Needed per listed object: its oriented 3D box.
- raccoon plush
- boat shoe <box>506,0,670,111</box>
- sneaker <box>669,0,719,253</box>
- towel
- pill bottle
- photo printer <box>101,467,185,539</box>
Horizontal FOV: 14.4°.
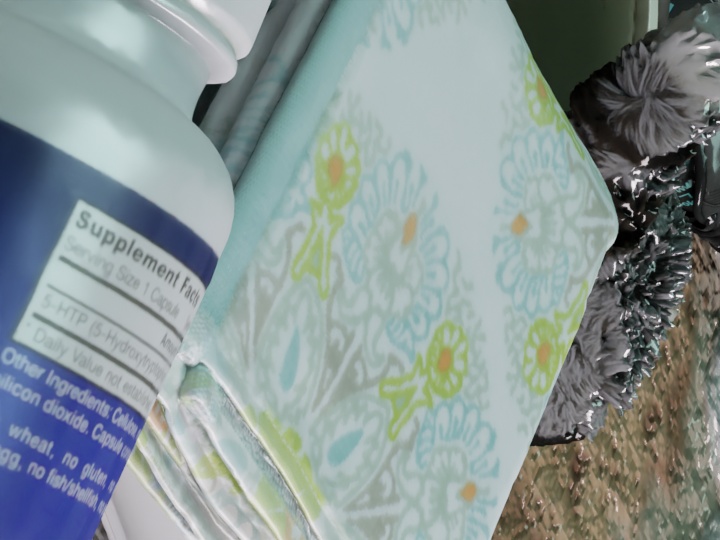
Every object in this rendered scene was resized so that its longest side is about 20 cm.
[{"bbox_3d":[0.100,-0.019,0.980,0.097,0.200,0.134,53,35,2],"label":"raccoon plush"},{"bbox_3d":[0.085,-0.137,1.045,0.061,0.072,0.202,-16,101,-54],"label":"boat shoe"},{"bbox_3d":[0.144,-0.040,1.160,0.079,0.075,0.200,-54,127,-30],"label":"sneaker"},{"bbox_3d":[0.000,0.000,0.793,0.171,0.048,0.200,59,45,-42],"label":"towel"},{"bbox_3d":[-0.097,-0.001,0.645,0.120,0.119,0.200,36,75,-53],"label":"pill bottle"},{"bbox_3d":[-0.025,0.016,0.860,0.166,0.069,0.200,-50,131,-47],"label":"photo printer"}]
